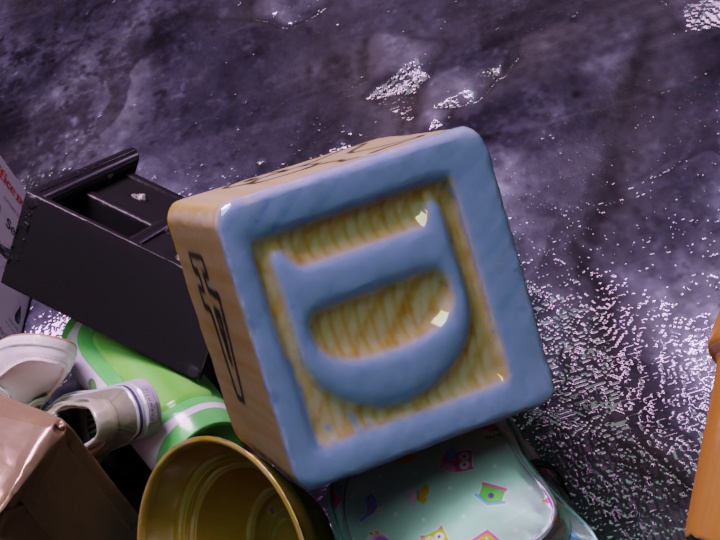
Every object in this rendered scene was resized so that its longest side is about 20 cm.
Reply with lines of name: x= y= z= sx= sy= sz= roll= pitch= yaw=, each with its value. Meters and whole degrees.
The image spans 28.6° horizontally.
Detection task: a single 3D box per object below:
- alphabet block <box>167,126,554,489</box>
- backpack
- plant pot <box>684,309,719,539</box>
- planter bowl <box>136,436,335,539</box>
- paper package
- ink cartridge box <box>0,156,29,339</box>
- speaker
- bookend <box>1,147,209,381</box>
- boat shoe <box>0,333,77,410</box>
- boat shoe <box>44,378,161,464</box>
alphabet block: x=-0.008 y=0.018 z=0.994 sx=0.195 sy=0.197 sz=0.200 roll=-17 pitch=8 yaw=-14
backpack: x=0.067 y=0.187 z=1.022 sx=0.176 sy=0.153 sz=0.200 roll=-32 pitch=40 yaw=-1
plant pot: x=0.314 y=0.124 z=0.957 sx=0.200 sy=0.200 sz=0.183 roll=19 pitch=78 yaw=33
planter bowl: x=-0.077 y=0.219 z=1.069 sx=0.200 sy=0.083 sz=0.201 roll=5 pitch=97 yaw=44
paper package: x=-0.298 y=0.181 z=1.144 sx=0.200 sy=0.191 sz=0.104 roll=15 pitch=58 yaw=30
ink cartridge box: x=-0.385 y=-0.009 z=1.362 sx=0.083 sy=0.147 sz=0.200 roll=-8 pitch=52 yaw=15
speaker: x=-0.184 y=0.105 z=1.230 sx=0.088 sy=0.088 sz=0.200 roll=-40 pitch=49 yaw=-12
bookend: x=-0.180 y=-0.013 z=1.273 sx=0.200 sy=0.092 sz=0.199 roll=26 pitch=22 yaw=10
boat shoe: x=-0.306 y=0.114 z=1.242 sx=0.200 sy=0.071 sz=0.069 roll=-37 pitch=43 yaw=49
boat shoe: x=-0.240 y=0.132 z=1.184 sx=0.200 sy=0.062 sz=0.072 roll=-29 pitch=73 yaw=48
